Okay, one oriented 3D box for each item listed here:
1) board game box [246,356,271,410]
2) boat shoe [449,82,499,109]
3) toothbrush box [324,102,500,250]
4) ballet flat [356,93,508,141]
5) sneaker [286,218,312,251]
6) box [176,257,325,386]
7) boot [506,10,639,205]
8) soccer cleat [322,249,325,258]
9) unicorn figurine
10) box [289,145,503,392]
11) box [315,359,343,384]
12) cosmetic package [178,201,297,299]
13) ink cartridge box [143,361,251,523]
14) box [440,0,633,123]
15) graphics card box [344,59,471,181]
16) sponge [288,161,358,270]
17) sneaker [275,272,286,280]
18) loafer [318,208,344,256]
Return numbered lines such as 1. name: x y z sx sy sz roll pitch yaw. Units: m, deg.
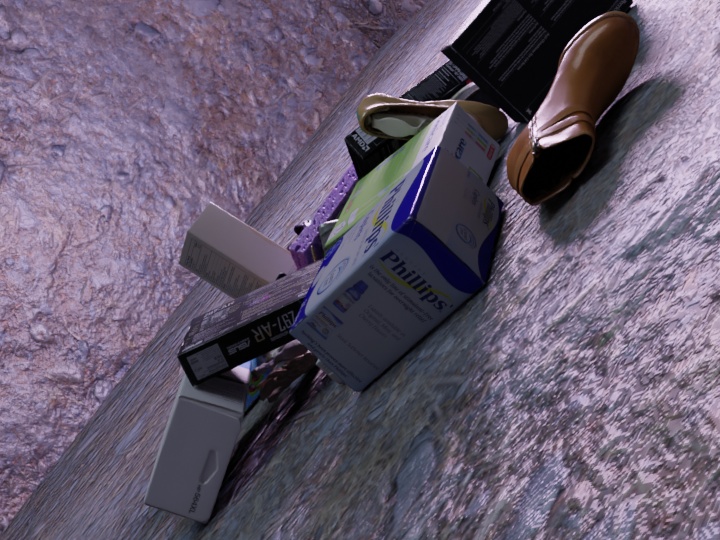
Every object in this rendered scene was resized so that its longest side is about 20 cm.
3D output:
1. board game box: -0.205 0.205 1.727 0.200 0.037 0.151 -48 10 2
2. boat shoe: 0.126 -0.166 1.627 0.201 0.074 0.074 -54 17 24
3. toothbrush box: 0.065 -0.092 1.496 0.200 0.086 0.146 -38 18 38
4. ballet flat: 0.091 -0.185 1.553 0.063 0.198 0.069 -73 -13 -62
5. sneaker: -0.051 -0.075 1.909 0.201 0.087 0.075 -57 -8 -38
6. box: -0.116 0.057 1.451 0.199 0.044 0.160 -25 12 4
7. boot: 0.211 -0.158 1.181 0.200 0.077 0.155 -49 8 18
8. soccer cleat: 0.013 -0.075 1.788 0.200 0.067 0.081 -52 -7 -20
9. unicorn figurine: -0.077 0.087 1.563 0.137 0.074 0.201 -44 28 23
10. box: 0.041 -0.005 1.271 0.200 0.105 0.184 -42 13 29
11. box: 0.000 0.055 1.408 0.041 0.039 0.200 -44 12 32
12. cosmetic package: -0.174 -0.005 1.852 0.073 0.199 0.104 -55 -3 -34
13. ink cartridge box: -0.195 0.194 1.472 0.200 0.084 0.147 -98 26 -77
14. box: 0.220 -0.306 1.511 0.200 0.141 0.079 -49 8 0
15. graphics card box: 0.077 -0.195 1.685 0.199 0.051 0.126 -38 -27 -8
16. sponge: -0.032 -0.064 1.809 0.030 0.112 0.201 17 56 28
17. sneaker: -0.132 0.056 1.635 0.113 0.077 0.200 -58 -20 12
18. loafer: 0.003 -0.059 1.629 0.070 0.070 0.200 -32 0 24
